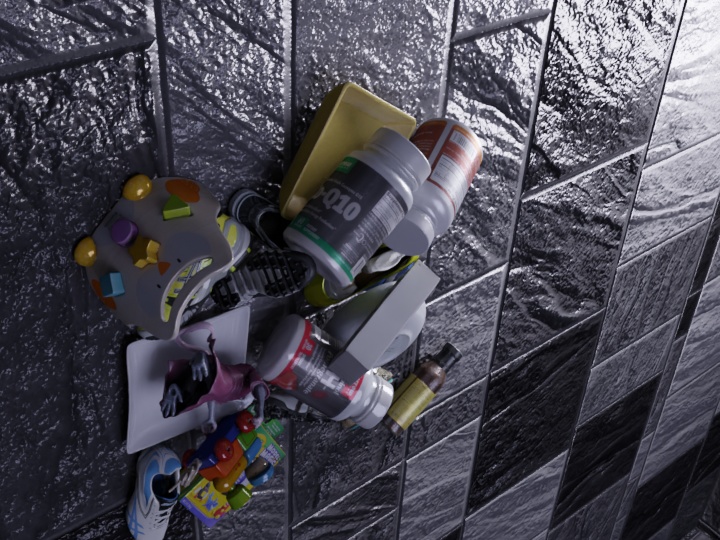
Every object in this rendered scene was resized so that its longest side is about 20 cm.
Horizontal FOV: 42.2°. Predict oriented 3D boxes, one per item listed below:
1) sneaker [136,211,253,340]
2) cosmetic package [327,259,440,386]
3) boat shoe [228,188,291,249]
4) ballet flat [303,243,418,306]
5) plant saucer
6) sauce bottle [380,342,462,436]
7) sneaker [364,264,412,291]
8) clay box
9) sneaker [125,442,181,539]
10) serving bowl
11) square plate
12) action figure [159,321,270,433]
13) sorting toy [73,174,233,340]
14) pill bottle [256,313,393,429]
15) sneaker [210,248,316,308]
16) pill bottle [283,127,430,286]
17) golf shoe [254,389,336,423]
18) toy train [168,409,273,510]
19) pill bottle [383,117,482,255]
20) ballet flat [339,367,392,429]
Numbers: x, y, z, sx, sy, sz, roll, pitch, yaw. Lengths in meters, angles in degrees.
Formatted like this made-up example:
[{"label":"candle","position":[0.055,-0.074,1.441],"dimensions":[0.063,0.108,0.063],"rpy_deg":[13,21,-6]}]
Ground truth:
[{"label":"sneaker","position":[-0.233,0.004,1.239],"dimensions":[0.200,0.075,0.076],"rpy_deg":[-51,122,-7]},{"label":"cosmetic package","position":[0.037,0.078,1.394],"dimensions":[0.200,0.051,0.083],"rpy_deg":[-49,179,-32]},{"label":"boat shoe","position":[-0.105,-0.048,1.315],"dimensions":[0.200,0.071,0.072],"rpy_deg":[26,99,-52]},{"label":"ballet flat","position":[0.000,0.000,1.413],"dimensions":[0.199,0.067,0.067],"rpy_deg":[-26,100,7]},{"label":"plant saucer","position":[-0.026,-0.156,1.313],"dimensions":[0.199,0.048,0.201],"rpy_deg":[14,106,-58]},{"label":"sauce bottle","position":[0.114,0.221,1.758],"dimensions":[0.200,0.065,0.065],"rpy_deg":[-46,142,-6]},{"label":"sneaker","position":[0.058,-0.047,1.487],"dimensions":[0.200,0.074,0.082],"rpy_deg":[-50,141,11]},{"label":"clay box","position":[-0.205,0.314,1.516],"dimensions":[0.200,0.048,0.115],"rpy_deg":[-43,141,-12]},{"label":"sneaker","position":[-0.311,0.353,1.420],"dimensions":[0.072,0.072,0.201],"rpy_deg":[-16,131,-39]},{"label":"serving bowl","position":[0.029,0.106,1.533],"dimensions":[0.199,0.066,0.201],"rpy_deg":[-26,151,-16]},{"label":"square plate","position":[-0.254,0.153,1.355],"dimensions":[0.197,0.028,0.201],"rpy_deg":[-18,130,-36]},{"label":"action figure","position":[-0.204,0.158,1.338],"dimensions":[0.200,0.133,0.150],"rpy_deg":[8,71,-62]},{"label":"sorting toy","position":[-0.236,-0.009,1.123],"dimensions":[0.201,0.180,0.107],"rpy_deg":[-52,142,-1]},{"label":"pill bottle","position":[-0.051,0.162,1.436],"dimensions":[0.199,0.111,0.111],"rpy_deg":[33,94,-20]},{"label":"sneaker","position":[-0.119,0.001,1.275],"dimensions":[0.090,0.199,0.067],"rpy_deg":[-27,98,-45]},{"label":"pill bottle","position":[-0.002,-0.087,1.254],"dimensions":[0.200,0.113,0.113],"rpy_deg":[-51,143,-11]},{"label":"golf shoe","position":[-0.106,0.198,1.510],"dimensions":[0.200,0.077,0.095],"rpy_deg":[22,70,-62]},{"label":"toy train","position":[-0.205,0.307,1.378],"dimensions":[0.116,0.084,0.200],"rpy_deg":[59,32,-14]},{"label":"pill bottle","position":[0.098,-0.122,1.379],"dimensions":[0.201,0.111,0.113],"rpy_deg":[-61,150,-33]},{"label":"ballet flat","position":[0.002,0.199,1.606],"dimensions":[0.068,0.076,0.200],"rpy_deg":[-32,-175,26]}]
